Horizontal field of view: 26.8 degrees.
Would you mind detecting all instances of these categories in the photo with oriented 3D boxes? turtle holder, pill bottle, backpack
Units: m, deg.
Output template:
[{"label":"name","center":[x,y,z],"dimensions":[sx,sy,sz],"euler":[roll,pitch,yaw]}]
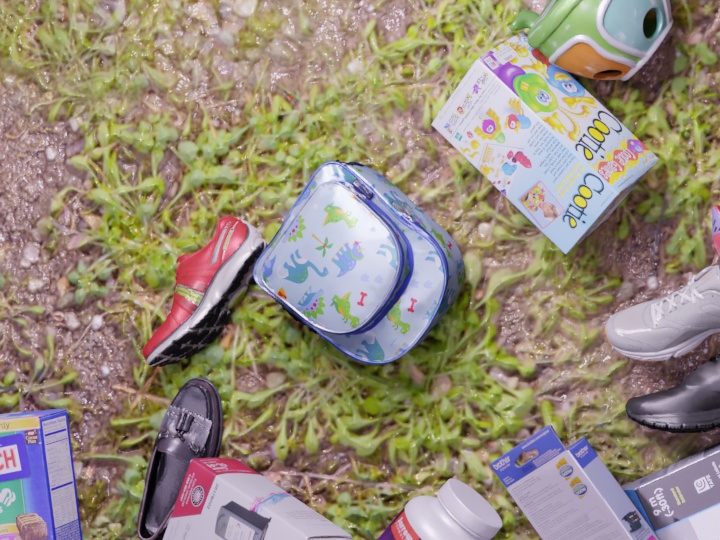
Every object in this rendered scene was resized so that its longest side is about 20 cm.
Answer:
[{"label":"turtle holder","center":[0.258,-0.280,1.578],"dimensions":[0.131,0.186,0.141],"euler":[38,137,-3]},{"label":"pill bottle","center":[0.063,0.328,1.659],"dimensions":[0.112,0.112,0.200],"euler":[40,102,10]},{"label":"backpack","center":[0.000,0.000,1.643],"dimensions":[0.200,0.147,0.183],"euler":[37,104,7]}]

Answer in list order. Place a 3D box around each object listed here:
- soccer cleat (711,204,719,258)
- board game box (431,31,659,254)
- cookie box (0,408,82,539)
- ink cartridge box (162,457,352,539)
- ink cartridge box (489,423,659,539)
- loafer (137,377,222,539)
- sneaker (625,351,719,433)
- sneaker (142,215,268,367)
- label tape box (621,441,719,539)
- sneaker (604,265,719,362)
[{"label":"soccer cleat","center":[0.462,-0.053,1.560],"dimensions":[0.199,0.067,0.077],"euler":[-15,84,18]},{"label":"board game box","center":[0.194,-0.136,1.588],"dimensions":[0.200,0.103,0.105],"euler":[45,133,9]},{"label":"cookie box","center":[-0.430,0.275,1.808],"dimensions":[0.170,0.075,0.201],"euler":[-7,90,16]},{"label":"ink cartridge box","center":[-0.123,0.317,1.686],"dimensions":[0.199,0.085,0.148],"euler":[26,98,40]},{"label":"ink cartridge box","center":[0.237,0.261,1.619],"dimensions":[0.200,0.042,0.119],"euler":[53,139,5]},{"label":"loafer","center":[-0.212,0.225,1.753],"dimensions":[0.071,0.063,0.201],"euler":[19,97,13]},{"label":"sneaker","center":[0.378,0.124,1.594],"dimensions":[0.199,0.076,0.091],"euler":[-7,81,8]},{"label":"sneaker","center":[-0.188,0.024,1.741],"dimensions":[0.085,0.077,0.200],"euler":[41,95,21]},{"label":"label tape box","center":[0.355,0.277,1.603],"dimensions":[0.199,0.066,0.144],"euler":[-27,86,13]},{"label":"sneaker","center":[0.348,0.032,1.567],"dimensions":[0.199,0.092,0.076],"euler":[-12,47,13]}]
